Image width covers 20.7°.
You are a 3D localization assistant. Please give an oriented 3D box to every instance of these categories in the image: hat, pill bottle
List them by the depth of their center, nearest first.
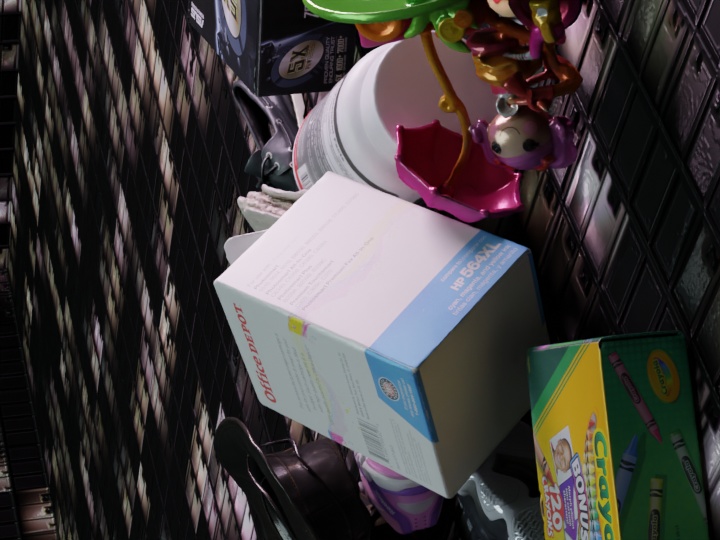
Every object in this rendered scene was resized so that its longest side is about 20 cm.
[{"bbox_3d":[0.027,-0.101,1.438,0.200,0.113,0.114,146,118,-70],"label":"pill bottle"},{"bbox_3d":[-0.039,0.182,1.589,0.201,0.081,0.201,52,163,23],"label":"hat"}]

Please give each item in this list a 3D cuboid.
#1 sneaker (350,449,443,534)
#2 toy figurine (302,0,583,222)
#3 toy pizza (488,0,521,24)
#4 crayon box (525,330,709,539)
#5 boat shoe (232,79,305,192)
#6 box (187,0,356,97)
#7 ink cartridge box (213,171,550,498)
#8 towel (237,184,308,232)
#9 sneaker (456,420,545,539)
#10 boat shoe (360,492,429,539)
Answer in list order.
[{"bbox_3d":[0.020,0.144,1.607,0.200,0.080,0.089,-120,15,-58],"label":"sneaker"},{"bbox_3d":[0.081,-0.119,1.262,0.150,0.199,0.185,-61,-39,-51],"label":"toy figurine"},{"bbox_3d":[0.091,-0.263,1.321,0.200,0.032,0.201,175,90,-73],"label":"toy pizza"},{"bbox_3d":[0.155,0.140,1.179,0.119,0.058,0.201,162,103,-73],"label":"crayon box"},{"bbox_3d":[-0.079,-0.108,1.861,0.075,0.066,0.200,114,147,-57],"label":"boat shoe"},{"bbox_3d":[-0.075,-0.255,1.630,0.200,0.086,0.164,-129,38,-56],"label":"box"},{"bbox_3d":[0.009,0.035,1.321,0.200,0.125,0.129,24,146,35],"label":"ink cartridge box"},{"bbox_3d":[0.000,0.000,1.488,0.200,0.035,0.133,22,156,44],"label":"towel"},{"bbox_3d":[0.096,0.181,1.352,0.200,0.075,0.114,-125,37,-54],"label":"sneaker"},{"bbox_3d":[0.026,0.229,1.628,0.200,0.074,0.074,47,128,52],"label":"boat shoe"}]
